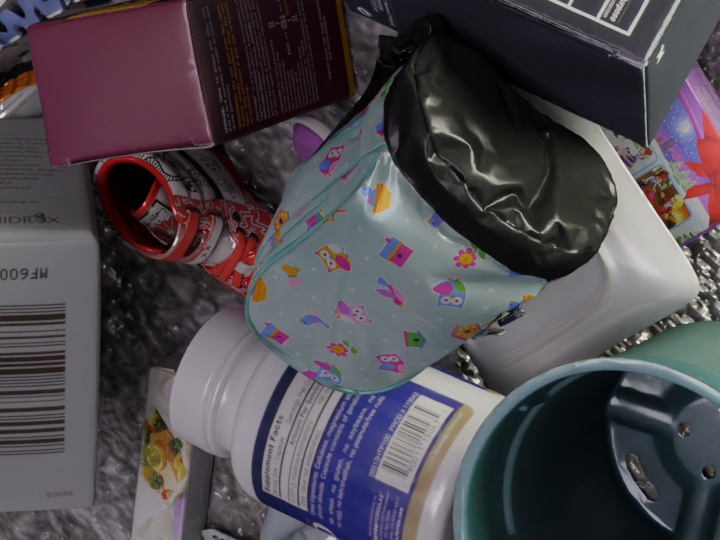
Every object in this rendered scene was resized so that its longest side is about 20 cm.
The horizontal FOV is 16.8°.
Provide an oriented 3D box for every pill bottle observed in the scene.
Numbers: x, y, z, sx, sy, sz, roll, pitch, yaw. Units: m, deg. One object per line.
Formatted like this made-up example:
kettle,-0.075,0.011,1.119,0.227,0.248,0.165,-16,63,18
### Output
pill bottle,-0.009,0.099,1.473,0.199,0.120,0.120,23,111,24

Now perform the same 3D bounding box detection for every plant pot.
plant pot,0.180,0.122,1.391,0.199,0.196,0.201,6,106,22

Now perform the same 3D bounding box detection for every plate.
plate,0.084,-0.028,1.448,0.200,0.032,0.200,57,140,4

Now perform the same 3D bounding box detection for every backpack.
backpack,0.023,-0.023,1.357,0.167,0.127,0.200,43,134,-13

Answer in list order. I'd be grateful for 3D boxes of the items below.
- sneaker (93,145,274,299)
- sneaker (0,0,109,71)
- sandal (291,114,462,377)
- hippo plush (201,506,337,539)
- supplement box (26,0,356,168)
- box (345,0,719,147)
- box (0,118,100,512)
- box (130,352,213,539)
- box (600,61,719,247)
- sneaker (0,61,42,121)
sneaker,-0.082,-0.009,1.526,0.201,0.108,0.067,46,116,7
sneaker,-0.251,-0.191,1.581,0.199,0.081,0.115,-27,87,20
sandal,0.003,0.000,1.488,0.203,0.050,0.082,62,159,-14
hippo plush,-0.044,0.198,1.530,0.199,0.161,0.160,1,103,24
supplement box,-0.096,-0.125,1.452,0.110,0.200,0.086,-6,100,26
box,0.115,-0.207,1.336,0.198,0.123,0.200,27,76,17
box,-0.266,0.026,1.526,0.199,0.171,0.200,-1,119,-9
box,-0.126,0.155,1.624,0.039,0.041,0.201,14,109,21
box,0.134,-0.097,1.446,0.137,0.039,0.200,-31,89,28
sneaker,-0.251,-0.052,1.623,0.092,0.076,0.200,40,111,-16
